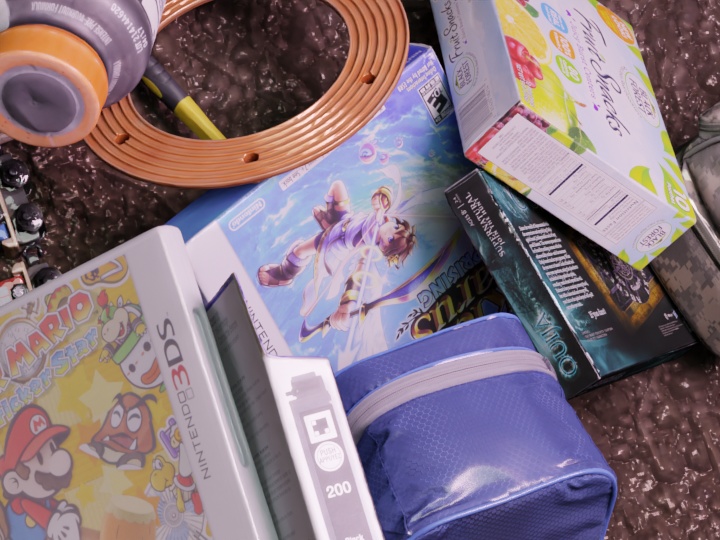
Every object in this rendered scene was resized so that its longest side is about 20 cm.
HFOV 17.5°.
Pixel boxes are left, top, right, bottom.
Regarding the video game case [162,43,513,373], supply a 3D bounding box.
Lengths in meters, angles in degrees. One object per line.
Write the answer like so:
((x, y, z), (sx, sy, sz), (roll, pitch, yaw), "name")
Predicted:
((0.000, 0.000, 1.342), (0.200, 0.045, 0.182), (-40, 118, -22), "video game case")

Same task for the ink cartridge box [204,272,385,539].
((-0.047, 0.117, 1.257), (0.043, 0.198, 0.201), (-14, 78, -21), "ink cartridge box")

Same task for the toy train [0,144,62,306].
((-0.189, 0.022, 1.338), (0.045, 0.034, 0.201), (-17, 78, -8), "toy train")

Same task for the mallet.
((-0.097, -0.098, 1.379), (0.041, 0.066, 0.200), (-36, 84, -37), "mallet")

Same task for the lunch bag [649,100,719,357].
((0.283, -0.060, 1.397), (0.199, 0.168, 0.140), (-28, 85, -34), "lunch bag")

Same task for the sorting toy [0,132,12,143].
((-0.271, -0.153, 1.356), (0.184, 0.037, 0.201), (-21, 75, -19), "sorting toy")

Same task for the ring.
((-0.068, -0.114, 1.331), (0.199, 0.019, 0.201), (-8, 46, 9), "ring")

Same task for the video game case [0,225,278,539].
((-0.151, 0.097, 1.257), (0.023, 0.199, 0.183), (1, 68, -58), "video game case")

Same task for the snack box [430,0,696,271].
((0.114, -0.107, 1.367), (0.142, 0.053, 0.201), (32, 30, -29), "snack box")

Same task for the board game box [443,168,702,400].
((0.129, -0.001, 1.358), (0.028, 0.200, 0.136), (-34, 79, 24), "board game box")

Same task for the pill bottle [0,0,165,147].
((-0.161, -0.162, 1.315), (0.106, 0.106, 0.201), (19, 47, -9), "pill bottle")

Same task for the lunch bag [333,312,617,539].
((0.049, 0.125, 1.277), (0.135, 0.201, 0.133), (-15, 54, -16), "lunch bag")
